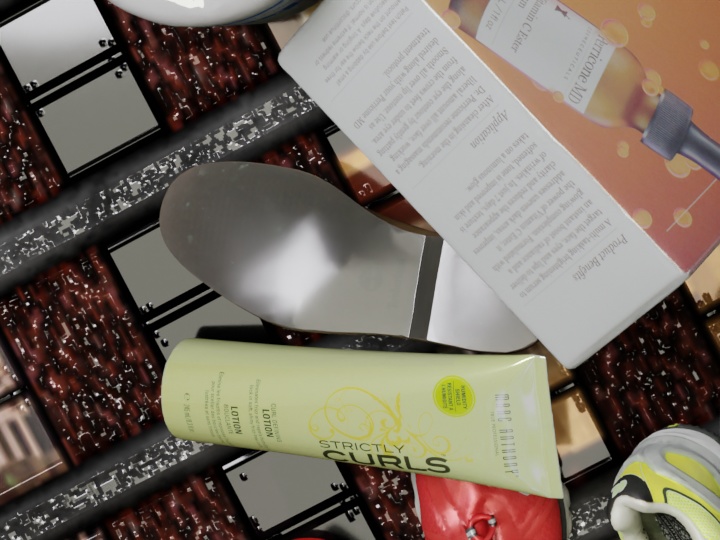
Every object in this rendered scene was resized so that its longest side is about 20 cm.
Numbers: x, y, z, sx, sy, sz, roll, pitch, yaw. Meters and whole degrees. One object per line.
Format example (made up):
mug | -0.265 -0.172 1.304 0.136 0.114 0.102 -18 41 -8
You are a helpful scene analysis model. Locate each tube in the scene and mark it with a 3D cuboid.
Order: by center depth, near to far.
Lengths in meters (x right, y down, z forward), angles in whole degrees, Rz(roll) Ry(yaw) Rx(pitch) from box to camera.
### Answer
tube | 0.001 0.065 1.305 0.199 0.058 0.052 5 71 25

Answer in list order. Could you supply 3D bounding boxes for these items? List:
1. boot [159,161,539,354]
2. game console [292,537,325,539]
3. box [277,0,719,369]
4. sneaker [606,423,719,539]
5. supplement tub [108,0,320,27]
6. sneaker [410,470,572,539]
boot | 0.000 0.000 1.320 0.199 0.075 0.074 17 89 10
game console | -0.066 0.243 1.378 0.199 0.031 0.177 -21 99 8
box | 0.093 -0.087 1.250 0.200 0.152 0.106 46 143 0
sneaker | 0.175 0.175 1.308 0.075 0.076 0.200 -34 85 38
supplement tub | -0.063 -0.177 1.246 0.131 0.200 0.133 1 96 6
sneaker | 0.070 0.158 1.323 0.077 0.085 0.201 -12 94 6
